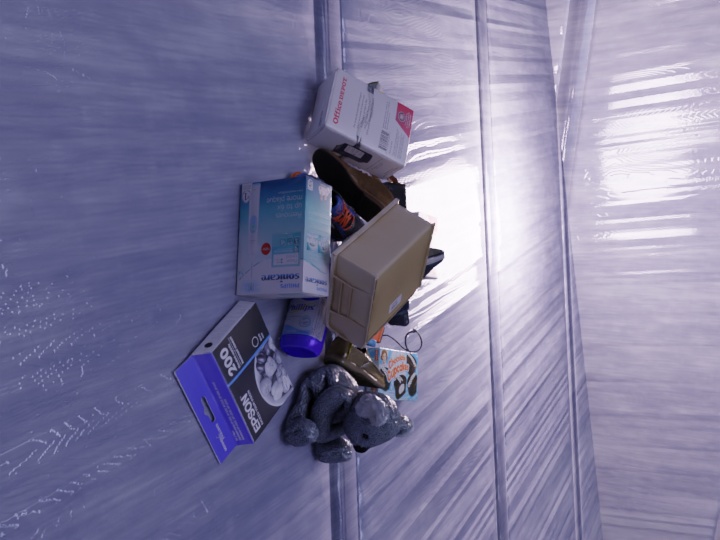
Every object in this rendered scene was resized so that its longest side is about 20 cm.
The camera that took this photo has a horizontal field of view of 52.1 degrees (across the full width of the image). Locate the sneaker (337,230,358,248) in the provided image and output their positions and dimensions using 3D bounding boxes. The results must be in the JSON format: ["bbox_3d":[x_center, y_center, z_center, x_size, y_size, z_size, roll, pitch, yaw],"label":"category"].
[{"bbox_3d":[0.000,0.000,1.507,0.200,0.079,0.129,-60,155,12],"label":"sneaker"}]

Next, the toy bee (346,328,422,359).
[{"bbox_3d":[0.006,0.126,1.485,0.200,0.109,0.131,43,71,-17],"label":"toy bee"}]

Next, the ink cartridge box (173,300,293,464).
[{"bbox_3d":[-0.205,0.187,1.241,0.200,0.043,0.199,-52,131,-47],"label":"ink cartridge box"}]

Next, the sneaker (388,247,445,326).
[{"bbox_3d":[0.107,0.038,1.637,0.202,0.077,0.147,-22,115,-24],"label":"sneaker"}]

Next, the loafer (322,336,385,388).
[{"bbox_3d":[-0.003,0.197,1.558,0.200,0.076,0.068,42,58,-51],"label":"loafer"}]

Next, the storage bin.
[{"bbox_3d":[0.035,0.010,1.357,0.200,0.093,0.199,-43,154,-39],"label":"storage bin"}]

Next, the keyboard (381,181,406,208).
[{"bbox_3d":[0.053,-0.090,1.565,0.104,0.040,0.201,10,74,-40],"label":"keyboard"}]

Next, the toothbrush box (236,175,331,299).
[{"bbox_3d":[-0.133,-0.053,1.287,0.085,0.146,0.201,12,78,-58],"label":"toothbrush box"}]

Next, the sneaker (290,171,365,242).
[{"bbox_3d":[-0.057,-0.116,1.444,0.200,0.078,0.076,37,76,-32],"label":"sneaker"}]

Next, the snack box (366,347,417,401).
[{"bbox_3d":[0.076,0.246,1.729,0.200,0.037,0.117,18,72,-58],"label":"snack box"}]

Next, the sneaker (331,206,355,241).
[{"bbox_3d":[-0.018,-0.148,1.570,0.085,0.077,0.200,65,36,-26],"label":"sneaker"}]

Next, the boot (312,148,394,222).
[{"bbox_3d":[-0.014,-0.180,1.510,0.200,0.074,0.075,43,45,2],"label":"boot"}]

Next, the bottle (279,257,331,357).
[{"bbox_3d":[-0.093,0.065,1.405,0.065,0.083,0.201,45,51,-48],"label":"bottle"}]

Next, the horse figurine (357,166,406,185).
[{"bbox_3d":[0.024,-0.242,1.647,0.200,0.050,0.133,34,24,-49],"label":"horse figurine"}]

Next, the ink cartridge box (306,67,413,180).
[{"bbox_3d":[0.001,-0.301,1.528,0.199,0.084,0.145,23,63,-27],"label":"ink cartridge box"}]

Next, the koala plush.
[{"bbox_3d":[-0.008,0.273,1.405,0.177,0.199,0.185,44,55,-49],"label":"koala plush"}]

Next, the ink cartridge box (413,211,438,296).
[{"bbox_3d":[0.144,-0.039,1.844,0.116,0.067,0.201,8,80,-60],"label":"ink cartridge box"}]

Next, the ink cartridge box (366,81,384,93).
[{"bbox_3d":[0.043,-0.322,1.705,0.200,0.059,0.104,59,39,-40],"label":"ink cartridge box"}]
